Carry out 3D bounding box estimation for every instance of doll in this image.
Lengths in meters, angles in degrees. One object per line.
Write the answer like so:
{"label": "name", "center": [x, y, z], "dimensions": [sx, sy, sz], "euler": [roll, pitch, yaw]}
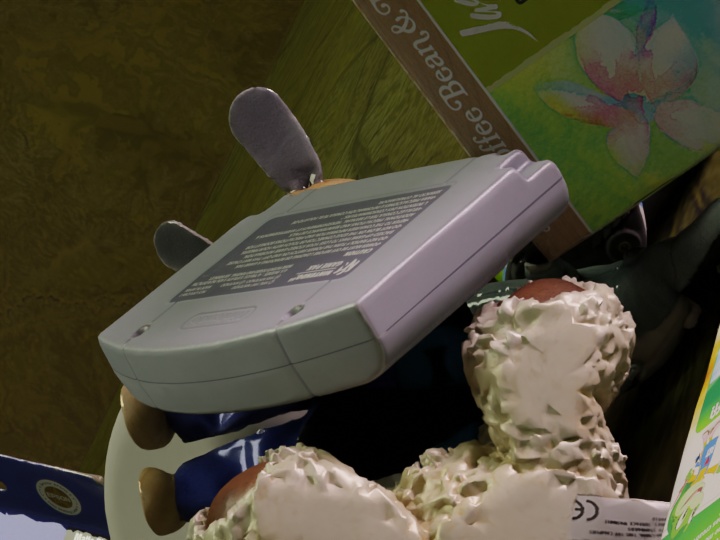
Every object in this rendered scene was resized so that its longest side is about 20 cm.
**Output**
{"label": "doll", "center": [-0.001, 0.059, 1.179], "dimensions": [0.048, 0.199, 0.137], "euler": [31, -138, -64]}

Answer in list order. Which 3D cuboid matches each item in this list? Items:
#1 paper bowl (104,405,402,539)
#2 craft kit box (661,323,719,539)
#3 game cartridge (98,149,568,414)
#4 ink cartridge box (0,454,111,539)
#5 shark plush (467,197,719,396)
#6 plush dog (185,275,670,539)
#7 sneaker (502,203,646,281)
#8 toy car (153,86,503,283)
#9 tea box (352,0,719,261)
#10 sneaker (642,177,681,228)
{"label": "paper bowl", "center": [-0.042, 0.105, 1.292], "dimensions": [0.104, 0.201, 0.201], "euler": [-6, -39, -44]}
{"label": "craft kit box", "center": [0.171, 0.011, 0.885], "dimensions": [0.200, 0.048, 0.198], "euler": [-51, 10, 51]}
{"label": "game cartridge", "center": [-0.020, 0.008, 1.114], "dimensions": [0.133, 0.041, 0.200], "euler": [-35, 15, -31]}
{"label": "ink cartridge box", "center": [-0.187, 0.166, 1.448], "dimensions": [0.041, 0.199, 0.200], "euler": [-59, -37, -32]}
{"label": "shark plush", "center": [0.093, 0.019, 1.174], "dimensions": [0.200, 0.083, 0.091], "euler": [-24, 29, 58]}
{"label": "plush dog", "center": [0.047, 0.119, 1.082], "dimensions": [0.200, 0.161, 0.172], "euler": [-34, -12, -11]}
{"label": "sneaker", "center": [0.091, -0.053, 1.273], "dimensions": [0.073, 0.072, 0.201], "euler": [-92, -5, -72]}
{"label": "toy car", "center": [0.000, 0.000, 1.397], "dimensions": [0.165, 0.200, 0.158], "euler": [-58, 2, 18]}
{"label": "tea box", "center": [0.097, -0.151, 1.131], "dimensions": [0.196, 0.200, 0.134], "euler": [-35, 15, 14]}
{"label": "sneaker", "center": [0.141, -0.096, 1.360], "dimensions": [0.099, 0.071, 0.200], "euler": [-53, 17, 35]}
